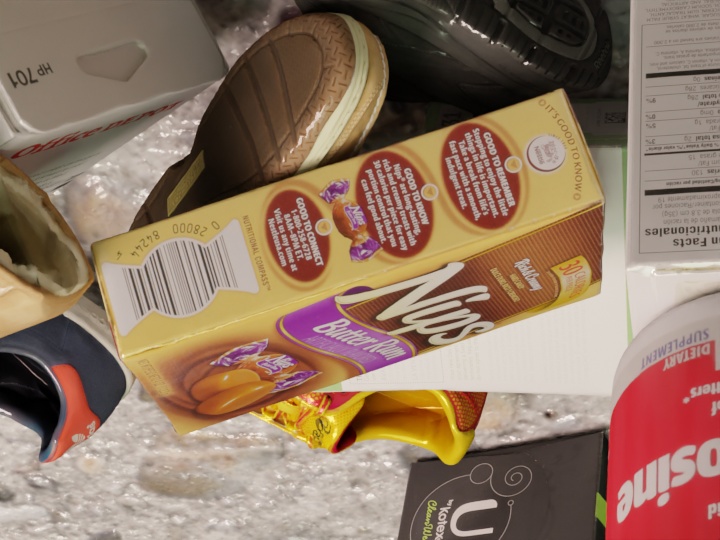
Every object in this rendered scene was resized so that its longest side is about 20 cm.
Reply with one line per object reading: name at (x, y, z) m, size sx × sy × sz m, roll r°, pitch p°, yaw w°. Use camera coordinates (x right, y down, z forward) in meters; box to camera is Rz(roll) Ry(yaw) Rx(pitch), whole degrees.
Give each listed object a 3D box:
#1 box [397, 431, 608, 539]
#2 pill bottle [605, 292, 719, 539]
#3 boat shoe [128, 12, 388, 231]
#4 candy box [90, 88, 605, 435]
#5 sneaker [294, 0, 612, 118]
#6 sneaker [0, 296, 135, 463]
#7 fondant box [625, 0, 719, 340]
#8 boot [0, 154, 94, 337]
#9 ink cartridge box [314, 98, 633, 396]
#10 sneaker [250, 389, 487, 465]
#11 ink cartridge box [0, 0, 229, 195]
box at (0.110, 0.213, 1.097) m, size 0.123 × 0.149 × 0.200 m, roll -11°, pitch 135°, yaw 24°
pill bottle at (0.135, 0.114, 0.642) m, size 0.111 × 0.201 × 0.113 m, roll 5°, pitch 139°, yaw 4°
boat shoe at (-0.032, -0.041, 0.841) m, size 0.076 × 0.072 × 0.200 m, roll 12°, pitch 150°, yaw -27°
candy box at (0.000, 0.000, 0.808) m, size 0.198 × 0.057 × 0.117 m, roll -20°, pitch 160°, yaw 0°
sneaker at (0.005, -0.114, 0.818) m, size 0.199 × 0.076 × 0.091 m, roll 31°, pitch 144°, yaw -16°
sneaker at (-0.210, 0.022, 0.973) m, size 0.199 × 0.085 × 0.075 m, roll 31°, pitch 140°, yaw 1°
fondant box at (0.140, -0.028, 0.788) m, size 0.058 × 0.201 × 0.145 m, roll -2°, pitch 138°, yaw 12°
boot at (-0.190, 0.034, 0.793) m, size 0.199 × 0.067 × 0.175 m, roll -22°, pitch 143°, yaw 26°
ink cartridge box at (0.037, -0.008, 0.927) m, size 0.198 × 0.048 × 0.147 m, roll 1°, pitch 127°, yaw 12°
sneaker at (-0.033, 0.050, 1.000) m, size 0.198 × 0.078 × 0.073 m, roll 10°, pitch 140°, yaw 2°
ink cartridge box at (-0.178, -0.063, 0.840) m, size 0.199 × 0.146 × 0.086 m, roll -30°, pitch 87°, yaw 34°
